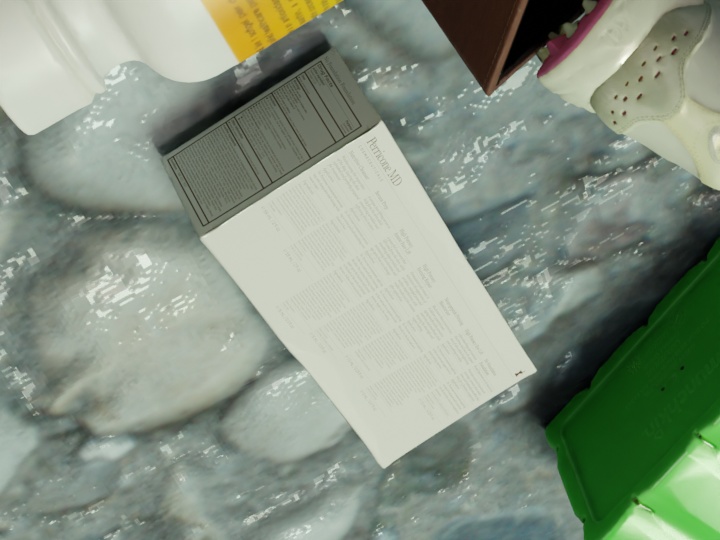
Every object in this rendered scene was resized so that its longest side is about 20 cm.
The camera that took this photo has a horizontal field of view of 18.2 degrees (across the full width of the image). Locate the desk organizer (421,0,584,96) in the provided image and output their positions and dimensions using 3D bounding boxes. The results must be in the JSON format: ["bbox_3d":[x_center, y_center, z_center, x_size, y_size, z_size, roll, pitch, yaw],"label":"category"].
[{"bbox_3d":[0.082,-0.161,0.770,0.072,0.077,0.200,-7,136,-28],"label":"desk organizer"}]

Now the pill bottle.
[{"bbox_3d":[-0.039,-0.128,0.697,0.200,0.111,0.111,-31,142,0],"label":"pill bottle"}]

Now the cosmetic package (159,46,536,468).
[{"bbox_3d":[0.000,0.000,0.916,0.082,0.051,0.200,-31,143,3],"label":"cosmetic package"}]

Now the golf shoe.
[{"bbox_3d":[0.136,-0.075,0.846,0.075,0.092,0.200,-52,168,27],"label":"golf shoe"}]

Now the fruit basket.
[{"bbox_3d":[0.218,0.083,1.091,0.215,0.156,0.216,-6,127,-8],"label":"fruit basket"}]
